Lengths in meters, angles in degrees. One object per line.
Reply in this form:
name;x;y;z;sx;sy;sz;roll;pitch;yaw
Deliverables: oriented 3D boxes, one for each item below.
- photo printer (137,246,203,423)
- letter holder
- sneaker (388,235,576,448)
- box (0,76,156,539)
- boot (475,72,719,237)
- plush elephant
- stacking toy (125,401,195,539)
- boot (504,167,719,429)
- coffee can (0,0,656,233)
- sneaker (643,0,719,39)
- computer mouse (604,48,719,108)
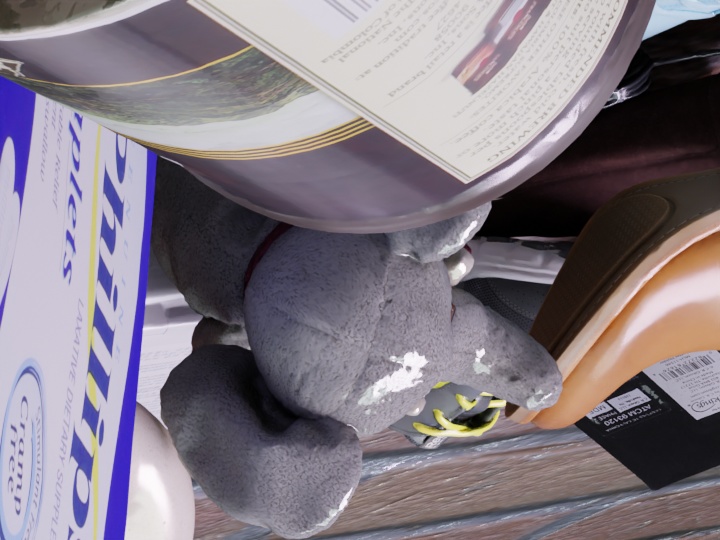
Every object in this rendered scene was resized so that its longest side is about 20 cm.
photo printer;-0.100;0.020;1.071;0.166;0.070;0.200;-8;164;-32
letter holder;0.197;-0.004;1.301;0.200;0.143;0.101;-25;132;33
sneaker;0.050;0.030;1.070;0.074;0.085;0.200;2;177;-40
box;-0.127;0.009;0.717;0.104;0.185;0.200;3;168;7
boot;0.098;-0.035;1.029;0.166;0.073;0.200;-10;-179;-10
plush elephant;0.000;0.000;0.890;0.199;0.155;0.165;12;118;-40
stacking toy;-0.151;0.046;0.926;0.146;0.200;0.147;-12;129;-16
boot;0.161;0.015;0.934;0.200;0.155;0.077;-49;-165;9
coffee can;-0.028;-0.097;0.552;0.146;0.147;0.200;-20;165;15
sneaker;0.137;-0.103;0.847;0.074;0.082;0.200;-2;159;-42
computer mouse;0.139;-0.095;0.998;0.199;0.034;0.059;-15;-166;14
